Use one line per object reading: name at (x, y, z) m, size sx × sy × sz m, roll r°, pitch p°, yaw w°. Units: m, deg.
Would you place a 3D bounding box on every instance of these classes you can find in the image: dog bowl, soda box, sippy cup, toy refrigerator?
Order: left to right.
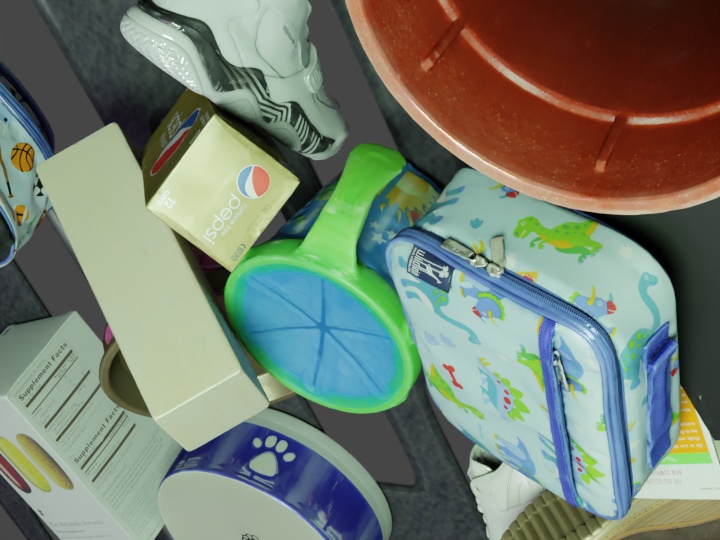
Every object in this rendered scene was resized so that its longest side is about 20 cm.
toy refrigerator at (-0.138, 0.011, 0.935) m, size 0.201 × 0.070 × 0.076 m, roll 60°, pitch 178°, yaw 23°
soda box at (-0.092, -0.065, 0.891) m, size 0.064 × 0.068 × 0.200 m, roll 36°, pitch -175°, yaw -15°
dog bowl at (-0.076, 0.215, 1.268) m, size 0.199 × 0.079 × 0.201 m, roll 20°, pitch 140°, yaw 17°
sippy cup at (0.000, 0.000, 0.939) m, size 0.140 × 0.131 × 0.178 m, roll 45°, pitch 142°, yaw -14°

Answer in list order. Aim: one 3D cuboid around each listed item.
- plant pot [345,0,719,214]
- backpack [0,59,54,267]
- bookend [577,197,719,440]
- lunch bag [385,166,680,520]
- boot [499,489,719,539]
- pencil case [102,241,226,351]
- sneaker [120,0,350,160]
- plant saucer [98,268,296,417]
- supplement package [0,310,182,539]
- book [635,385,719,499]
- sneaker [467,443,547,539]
plant pot at (0.123, -0.163, 0.622) m, size 0.200 × 0.196 × 0.201 m, roll 20°, pitch 140°, yaw 18°
backpack at (-0.312, -0.079, 1.068) m, size 0.190 × 0.155 × 0.200 m, roll 0°, pitch 139°, yaw 45°
bookend at (0.247, -0.016, 0.771) m, size 0.199 × 0.092 × 0.199 m, roll -11°, pitch 123°, yaw 42°
lunch bag at (0.104, 0.045, 0.822) m, size 0.160 × 0.082 × 0.201 m, roll 29°, pitch 153°, yaw 31°
boot at (0.209, 0.205, 1.000) m, size 0.199 × 0.072 × 0.167 m, roll -32°, pitch 117°, yaw 13°
pencil case at (-0.140, 0.015, 1.089) m, size 0.090 × 0.094 × 0.200 m, roll 32°, pitch 142°, yaw 3°
sneaker at (-0.046, -0.144, 0.858) m, size 0.075 × 0.115 × 0.200 m, roll 39°, pitch -173°, yaw 34°
plant saucer at (-0.096, 0.052, 1.062) m, size 0.199 × 0.030 × 0.200 m, roll -13°, pitch 152°, yaw -7°
supplement package at (-0.260, 0.151, 1.308) m, size 0.113 × 0.110 × 0.200 m, roll -12°, pitch 123°, yaw 43°
book at (0.154, 0.046, 0.905) m, size 0.133 × 0.048 × 0.201 m, roll -10°, pitch 106°, yaw 44°
sneaker at (0.125, 0.177, 1.098) m, size 0.099 × 0.075 × 0.201 m, roll 30°, pitch 135°, yaw 17°
